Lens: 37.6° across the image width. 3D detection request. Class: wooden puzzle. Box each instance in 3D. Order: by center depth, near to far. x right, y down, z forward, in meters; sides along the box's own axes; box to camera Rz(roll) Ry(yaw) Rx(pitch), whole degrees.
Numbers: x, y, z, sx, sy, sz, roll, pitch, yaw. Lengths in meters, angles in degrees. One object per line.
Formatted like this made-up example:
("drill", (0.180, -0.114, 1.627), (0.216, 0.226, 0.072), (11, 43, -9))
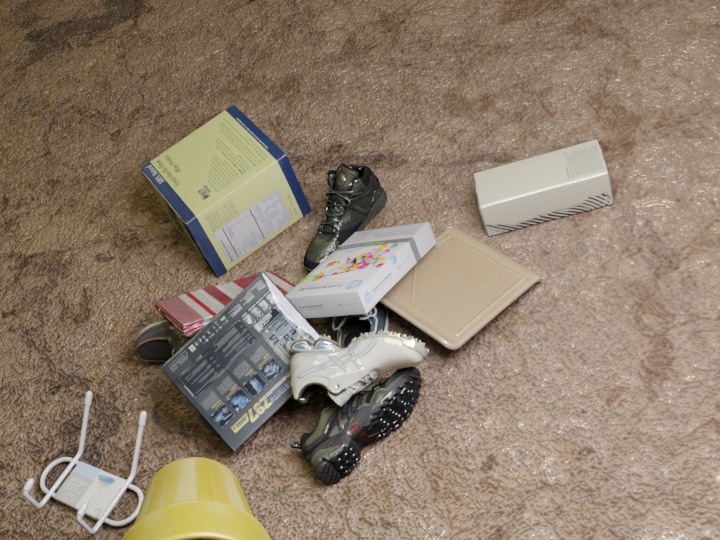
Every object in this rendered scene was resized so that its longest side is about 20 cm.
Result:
("wooden puzzle", (0.135, 0.026, 1.536), (0.199, 0.038, 0.184), (-33, 45, -26))

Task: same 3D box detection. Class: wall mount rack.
("wall mount rack", (-0.384, 0.277, 1.517), (0.197, 0.075, 0.175), (13, 56, 31))

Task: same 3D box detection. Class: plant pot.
("plant pot", (-0.206, 0.343, 1.313), (0.198, 0.203, 0.190), (-23, 28, 2))

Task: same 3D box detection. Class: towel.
("towel", (-0.200, 0.048, 1.609), (0.197, 0.023, 0.144), (-16, 20, -24))

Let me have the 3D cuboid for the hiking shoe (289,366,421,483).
("hiking shoe", (-0.007, 0.188, 1.434), (0.199, 0.076, 0.100), (-41, 50, -14))

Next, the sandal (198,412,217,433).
("sandal", (-0.153, 0.155, 1.538), (0.199, 0.043, 0.077), (-36, 88, -5))

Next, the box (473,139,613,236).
("box", (0.276, -0.124, 1.599), (0.197, 0.069, 0.083), (-14, 45, 12))

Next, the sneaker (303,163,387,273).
("sneaker", (-0.039, -0.092, 1.676), (0.076, 0.115, 0.200), (20, 62, 38))

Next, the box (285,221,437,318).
("box", (0.000, 0.000, 1.555), (0.154, 0.042, 0.200), (-6, 28, 43))

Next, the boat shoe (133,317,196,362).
("boat shoe", (-0.259, 0.114, 1.611), (0.197, 0.075, 0.074), (-12, 46, 15))

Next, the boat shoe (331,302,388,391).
("boat shoe", (-0.005, 0.085, 1.535), (0.074, 0.062, 0.202), (-11, 46, 20))

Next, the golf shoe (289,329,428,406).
("golf shoe", (-0.003, 0.136, 1.409), (0.197, 0.078, 0.099), (-7, 60, 24))

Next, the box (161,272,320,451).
("box", (-0.157, 0.128, 1.492), (0.200, 0.051, 0.158), (-44, 89, -6))

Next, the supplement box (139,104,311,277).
("supplement box", (-0.227, -0.136, 1.779), (0.199, 0.135, 0.200), (-36, 46, -11))
